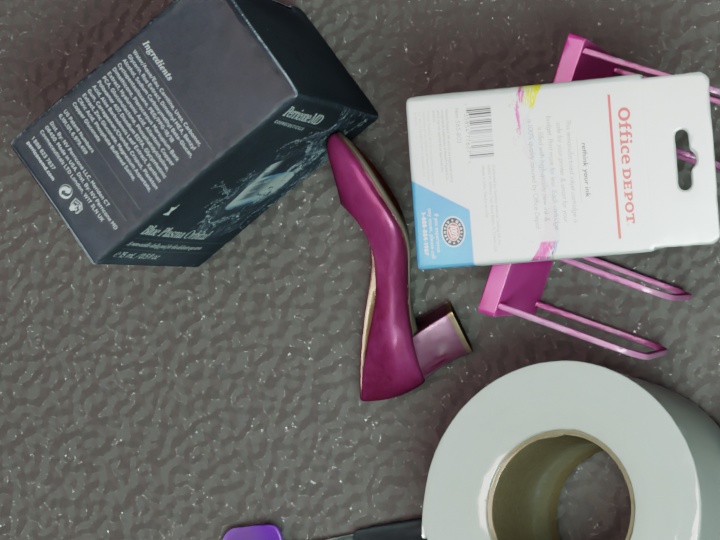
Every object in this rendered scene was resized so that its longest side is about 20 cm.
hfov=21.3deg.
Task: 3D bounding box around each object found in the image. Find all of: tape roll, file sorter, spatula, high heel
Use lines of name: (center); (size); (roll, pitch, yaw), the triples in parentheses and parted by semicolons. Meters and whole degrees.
tape roll: (0.162, 0.170, 1.346); (0.202, 0.139, 0.204); (-5, 80, 26)
file sorter: (0.186, -0.047, 1.357); (0.125, 0.139, 0.201); (19, 95, 16)
spatula: (-0.019, 0.214, 1.483); (0.199, 0.021, 0.057); (-13, 91, 17)
high heel: (0.000, 0.000, 1.439); (0.096, 0.067, 0.201); (-27, 94, 7)

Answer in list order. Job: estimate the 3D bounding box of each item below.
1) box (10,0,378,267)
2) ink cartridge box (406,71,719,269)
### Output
box: (-0.118, -0.105, 1.428); (0.200, 0.197, 0.118); (-39, 79, 14)
ink cartridge box: (0.136, -0.065, 1.265); (0.199, 0.068, 0.116); (-4, 90, 15)
